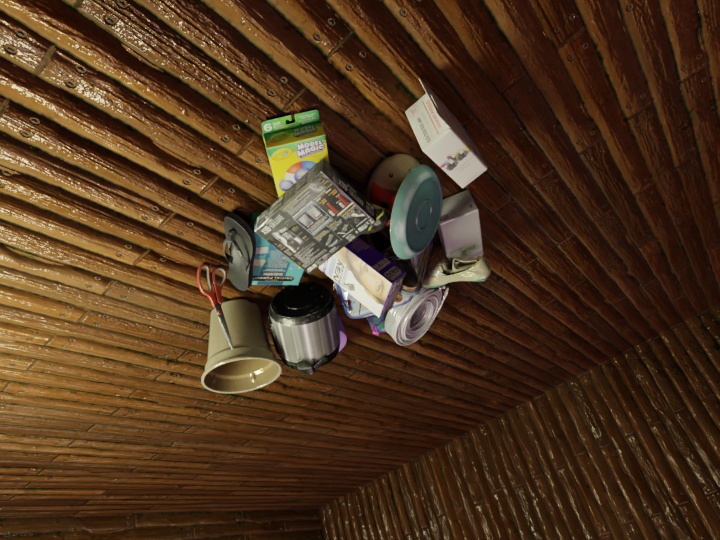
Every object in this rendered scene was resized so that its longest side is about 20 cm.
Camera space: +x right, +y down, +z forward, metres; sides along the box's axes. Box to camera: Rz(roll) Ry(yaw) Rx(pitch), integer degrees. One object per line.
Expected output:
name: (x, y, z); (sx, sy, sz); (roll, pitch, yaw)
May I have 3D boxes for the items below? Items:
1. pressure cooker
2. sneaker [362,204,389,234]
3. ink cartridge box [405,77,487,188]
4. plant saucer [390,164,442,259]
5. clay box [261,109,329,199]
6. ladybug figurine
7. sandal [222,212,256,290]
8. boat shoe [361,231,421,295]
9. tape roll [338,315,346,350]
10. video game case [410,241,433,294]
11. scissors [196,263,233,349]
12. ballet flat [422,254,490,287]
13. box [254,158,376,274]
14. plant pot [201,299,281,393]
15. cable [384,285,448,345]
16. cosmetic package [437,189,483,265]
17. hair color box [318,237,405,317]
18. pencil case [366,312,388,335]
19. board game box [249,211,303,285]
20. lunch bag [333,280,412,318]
pressure cooker: (-0.138, 0.158, 1.342); (0.175, 0.176, 0.204); (-33, 128, -36)
sneaker: (-0.035, -0.127, 1.110); (0.195, 0.077, 0.077); (2, 133, -7)
ink cartridge box: (0.156, -0.260, 1.004); (0.067, 0.117, 0.199); (-34, 142, 23)
plant saucer: (0.126, -0.120, 1.108); (0.199, 0.027, 0.205); (-32, 130, -47)
clay box: (-0.118, -0.207, 1.009); (0.112, 0.048, 0.202); (-15, 147, -6)
ladybug figurine: (0.082, -0.162, 1.144); (0.133, 0.073, 0.202); (-16, 146, -5)
sandal: (-0.265, -0.030, 1.131); (0.043, 0.075, 0.203); (-47, 151, -44)
boat shoe: (0.068, -0.026, 1.216); (0.072, 0.200, 0.073); (-35, 155, -22)
tape roll: (-0.142, 0.200, 1.551); (0.195, 0.067, 0.202); (-12, 146, -8)
video game case: (0.152, -0.053, 1.282); (0.017, 0.145, 0.202); (12, 150, 16)
scissors: (-0.336, 0.086, 1.208); (0.072, 0.206, 0.014); (-5, 178, -41)
ballet flat: (0.233, -0.003, 1.330); (0.196, 0.071, 0.069); (-10, 153, 30)
box: (-0.090, -0.101, 1.043); (0.199, 0.050, 0.157); (-36, 123, 27)
plant pot: (-0.311, 0.185, 1.337); (0.195, 0.187, 0.202); (-11, 148, -7)
cable: (0.153, 0.118, 1.502); (0.197, 0.069, 0.204); (-10, 128, -46)
cosmetic package: (0.246, -0.101, 1.309); (0.100, 0.075, 0.201); (-20, 144, 4)
hair color box: (0.000, 0.000, 1.205); (0.064, 0.198, 0.111); (-33, 152, -44)
pencil case: (0.033, 0.107, 1.477); (0.083, 0.094, 0.200); (12, 159, 27)
board game box: (-0.192, -0.045, 1.199); (0.148, 0.048, 0.201); (1, 141, -25)
lunch bag: (0.028, 0.025, 1.319); (0.195, 0.076, 0.164); (-15, 105, 2)
